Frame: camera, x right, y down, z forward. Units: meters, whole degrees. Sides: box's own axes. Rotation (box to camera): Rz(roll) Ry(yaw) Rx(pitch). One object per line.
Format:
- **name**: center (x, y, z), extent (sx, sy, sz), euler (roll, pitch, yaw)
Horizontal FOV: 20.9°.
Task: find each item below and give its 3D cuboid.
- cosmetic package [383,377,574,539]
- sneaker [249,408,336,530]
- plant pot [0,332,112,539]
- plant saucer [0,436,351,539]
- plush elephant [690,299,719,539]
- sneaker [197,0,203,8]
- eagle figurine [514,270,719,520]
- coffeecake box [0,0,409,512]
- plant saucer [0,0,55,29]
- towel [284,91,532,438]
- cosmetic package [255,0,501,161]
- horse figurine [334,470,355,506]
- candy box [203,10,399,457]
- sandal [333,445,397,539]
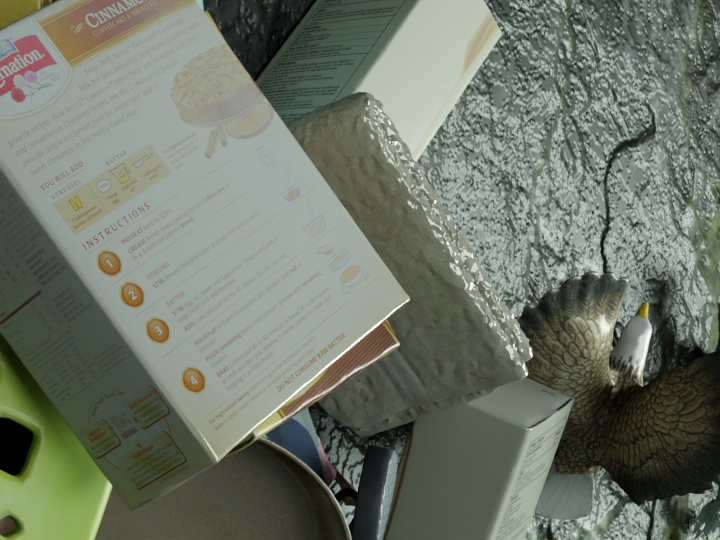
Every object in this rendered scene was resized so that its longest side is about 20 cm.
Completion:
- **cosmetic package**: center (0.057, 0.164, 1.209), extent (0.104, 0.073, 0.200), euler (-17, 126, -67)
- **sneaker**: center (-0.077, 0.051, 1.130), extent (0.082, 0.070, 0.200), euler (-8, 74, -56)
- **plant pot**: center (-0.237, 0.074, 0.897), extent (0.181, 0.200, 0.199), euler (31, 68, -35)
- **plant saucer**: center (-0.104, 0.154, 1.063), extent (0.200, 0.200, 0.032), euler (57, 12, -28)
- **plush elephant**: center (0.358, 0.130, 1.536), extent (0.155, 0.165, 0.200), euler (1, 117, -33)
- **sneaker**: center (-0.116, -0.156, 1.119), extent (0.131, 0.079, 0.200), euler (74, 22, -48)
- **eagle figurine**: center (0.171, 0.086, 1.322), extent (0.200, 0.152, 0.151), euler (73, 7, -81)
- **coffeecake box**: center (-0.095, -0.022, 0.863), extent (0.200, 0.073, 0.153), euler (55, 44, -3)
- **plant saucer**: center (-0.227, -0.130, 1.012), extent (0.200, 0.048, 0.200), euler (-3, 90, -46)
- **towel**: center (0.000, 0.000, 1.104), extent (0.200, 0.132, 0.034), euler (58, 29, -20)
- **cosmetic package**: center (-0.008, -0.103, 1.199), extent (0.200, 0.105, 0.071), euler (-55, 127, -29)
- **horse figurine**: center (-0.071, 0.144, 1.167), extent (0.200, 0.050, 0.133), euler (-52, 129, -36)
- **candy box**: center (-0.078, -0.018, 0.969), extent (0.117, 0.056, 0.200), euler (-31, 93, -44)
- **sandal**: center (-0.020, 0.181, 1.133), extent (0.076, 0.043, 0.200), euler (-74, -177, -51)
